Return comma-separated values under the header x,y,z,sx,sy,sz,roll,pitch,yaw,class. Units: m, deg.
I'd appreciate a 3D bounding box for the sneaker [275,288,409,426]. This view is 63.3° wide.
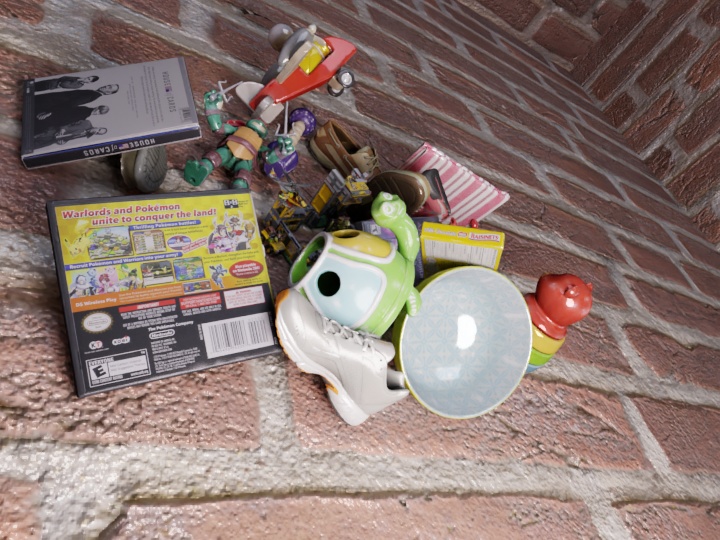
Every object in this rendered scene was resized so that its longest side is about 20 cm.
x,y,z,sx,sy,sz,roll,pitch,yaw,class
-0.016,0.084,0.645,0.200,0.092,0.076,55,17,-32,sneaker

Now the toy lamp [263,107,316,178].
x,y,z,sx,sy,sz,roll,pitch,yaw,class
-0.119,-0.213,0.973,0.058,0.058,0.200,30,34,-14,toy lamp

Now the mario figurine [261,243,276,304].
x,y,z,sx,sy,sz,roll,pitch,yaw,class
-0.179,0.000,0.631,0.200,0.106,0.123,42,24,-3,mario figurine

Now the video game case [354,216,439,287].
x,y,z,sx,sy,sz,roll,pitch,yaw,class
0.068,-0.007,0.881,0.200,0.019,0.144,-10,93,-50,video game case

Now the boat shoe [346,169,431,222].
x,y,z,sx,sy,sz,roll,pitch,yaw,class
0.051,-0.123,0.910,0.076,0.200,0.072,-24,103,-30,boat shoe

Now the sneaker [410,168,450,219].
x,y,z,sx,sy,sz,roll,pitch,yaw,class
0.103,-0.111,0.989,0.200,0.086,0.074,35,38,-79,sneaker

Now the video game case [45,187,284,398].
x,y,z,sx,sy,sz,roll,pitch,yaw,class
-0.187,0.013,0.579,0.199,0.025,0.181,-9,82,-31,video game case

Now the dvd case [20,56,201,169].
x,y,z,sx,sy,sz,roll,pitch,yaw,class
-0.307,-0.200,0.719,0.199,0.025,0.151,-13,54,-12,dvd case

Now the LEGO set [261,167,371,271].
x,y,z,sx,sy,sz,roll,pitch,yaw,class
-0.037,-0.076,0.841,0.200,0.116,0.154,-4,54,-46,LEGO set

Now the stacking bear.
x,y,z,sx,sy,sz,roll,pitch,yaw,class
0.257,0.079,0.874,0.121,0.200,0.114,0,50,-43,stacking bear

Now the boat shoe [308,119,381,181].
x,y,z,sx,sy,sz,roll,pitch,yaw,class
-0.004,-0.186,1.035,0.200,0.074,0.076,41,34,2,boat shoe

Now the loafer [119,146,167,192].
x,y,z,sx,sy,sz,roll,pitch,yaw,class
-0.298,-0.178,0.766,0.069,0.075,0.201,-10,53,-5,loafer

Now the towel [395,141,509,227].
x,y,z,sx,sy,sz,roll,pitch,yaw,class
0.158,-0.150,1.086,0.200,0.146,0.030,27,57,-19,towel

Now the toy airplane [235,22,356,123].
x,y,z,sx,sy,sz,roll,pitch,yaw,class
-0.124,-0.339,0.983,0.142,0.199,0.199,66,29,-11,toy airplane

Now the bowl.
x,y,z,sx,sy,sz,roll,pitch,yaw,class
0.121,0.090,0.796,0.200,0.201,0.108,25,-6,-21,bowl

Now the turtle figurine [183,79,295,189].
x,y,z,sx,sy,sz,roll,pitch,yaw,class
-0.171,-0.185,0.855,0.149,0.101,0.200,20,53,-1,turtle figurine

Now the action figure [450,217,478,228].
x,y,z,sx,sy,sz,roll,pitch,yaw,class
0.153,-0.066,1.041,0.200,0.065,0.099,-48,121,-55,action figure

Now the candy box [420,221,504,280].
x,y,z,sx,sy,sz,roll,pitch,yaw,class
0.136,-0.011,0.801,0.102,0.200,0.027,7,72,10,candy box

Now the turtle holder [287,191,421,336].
x,y,z,sx,sy,sz,roll,pitch,yaw,class
-0.002,0.009,0.712,0.132,0.185,0.141,35,32,-24,turtle holder
